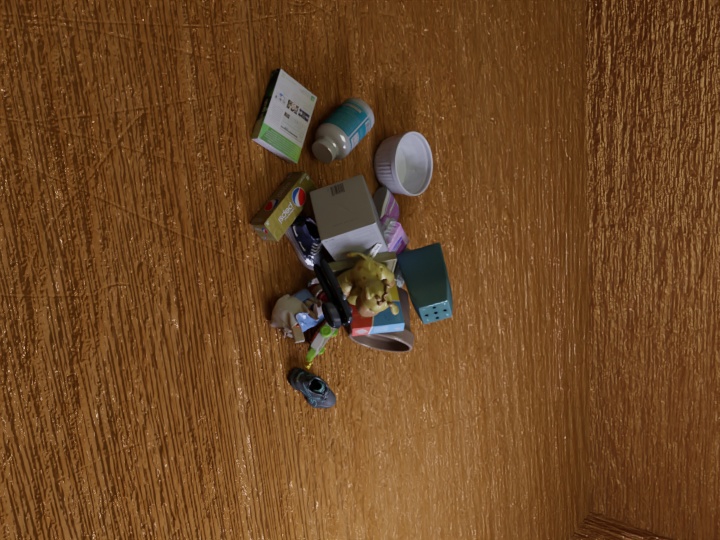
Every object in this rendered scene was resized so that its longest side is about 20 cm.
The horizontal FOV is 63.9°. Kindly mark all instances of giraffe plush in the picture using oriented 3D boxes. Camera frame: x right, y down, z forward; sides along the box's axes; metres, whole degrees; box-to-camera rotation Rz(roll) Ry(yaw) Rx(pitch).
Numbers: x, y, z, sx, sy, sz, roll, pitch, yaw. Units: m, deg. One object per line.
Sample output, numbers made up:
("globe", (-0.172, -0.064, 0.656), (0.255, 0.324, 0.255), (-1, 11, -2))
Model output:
("giraffe plush", (0.031, 0.055, 1.548), (0.172, 0.163, 0.201), (2, 132, -21))

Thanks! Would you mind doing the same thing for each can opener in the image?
("can opener", (-0.073, 0.058, 1.533), (0.079, 0.063, 0.201), (18, 49, -58))

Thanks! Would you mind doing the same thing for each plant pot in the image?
("plant pot", (0.075, 0.142, 1.780), (0.200, 0.199, 0.176), (33, 61, -45))
("plant pot", (0.207, 0.048, 1.755), (0.142, 0.140, 0.201), (67, 10, -49))

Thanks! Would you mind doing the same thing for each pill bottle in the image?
("pill bottle", (-0.054, -0.389, 1.625), (0.200, 0.110, 0.111), (-53, 129, -31))

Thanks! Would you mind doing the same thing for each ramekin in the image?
("ramekin", (0.132, -0.339, 1.844), (0.200, 0.105, 0.201), (-8, 100, -48))

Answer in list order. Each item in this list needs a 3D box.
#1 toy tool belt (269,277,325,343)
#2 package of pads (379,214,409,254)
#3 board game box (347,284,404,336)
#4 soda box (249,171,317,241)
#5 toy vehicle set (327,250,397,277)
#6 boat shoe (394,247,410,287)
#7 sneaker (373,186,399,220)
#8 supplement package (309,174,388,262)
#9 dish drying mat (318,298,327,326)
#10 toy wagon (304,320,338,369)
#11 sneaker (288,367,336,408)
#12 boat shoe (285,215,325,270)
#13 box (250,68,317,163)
("toy tool belt", (-0.139, 0.117, 1.567), (0.200, 0.123, 0.125), (-31, 151, -41))
("package of pads", (0.081, -0.084, 1.757), (0.121, 0.076, 0.200), (-54, 164, -2))
("board game box", (0.037, 0.089, 1.691), (0.040, 0.152, 0.201), (93, -11, -53))
("soda box", (-0.200, -0.169, 1.520), (0.200, 0.064, 0.068), (-57, 132, -27))
("toy vehicle set", (0.000, 0.000, 1.652), (0.199, 0.124, 0.027), (-11, 66, -11))
("boat shoe", (0.105, 0.014, 1.886), (0.074, 0.062, 0.201), (21, 93, -34))
("sneaker", (0.070, -0.151, 1.822), (0.114, 0.072, 0.201), (47, 61, -44))
("supplement package", (-0.028, -0.129, 1.566), (0.200, 0.151, 0.151), (58, 16, -67))
("dish drying mat", (-0.059, 0.094, 1.742), (0.200, 0.018, 0.077), (-28, 115, -43))
("toy wagon", (-0.103, 0.186, 1.624), (0.200, 0.039, 0.155), (-52, 173, -28))
("sneaker", (-0.123, 0.348, 1.654), (0.200, 0.079, 0.076), (45, 62, -43))
("boat shoe", (-0.132, -0.070, 1.585), (0.075, 0.092, 0.200), (-58, 132, -27))
("box", (-0.198, -0.403, 1.520), (0.144, 0.036, 0.201), (27, 73, -46))
